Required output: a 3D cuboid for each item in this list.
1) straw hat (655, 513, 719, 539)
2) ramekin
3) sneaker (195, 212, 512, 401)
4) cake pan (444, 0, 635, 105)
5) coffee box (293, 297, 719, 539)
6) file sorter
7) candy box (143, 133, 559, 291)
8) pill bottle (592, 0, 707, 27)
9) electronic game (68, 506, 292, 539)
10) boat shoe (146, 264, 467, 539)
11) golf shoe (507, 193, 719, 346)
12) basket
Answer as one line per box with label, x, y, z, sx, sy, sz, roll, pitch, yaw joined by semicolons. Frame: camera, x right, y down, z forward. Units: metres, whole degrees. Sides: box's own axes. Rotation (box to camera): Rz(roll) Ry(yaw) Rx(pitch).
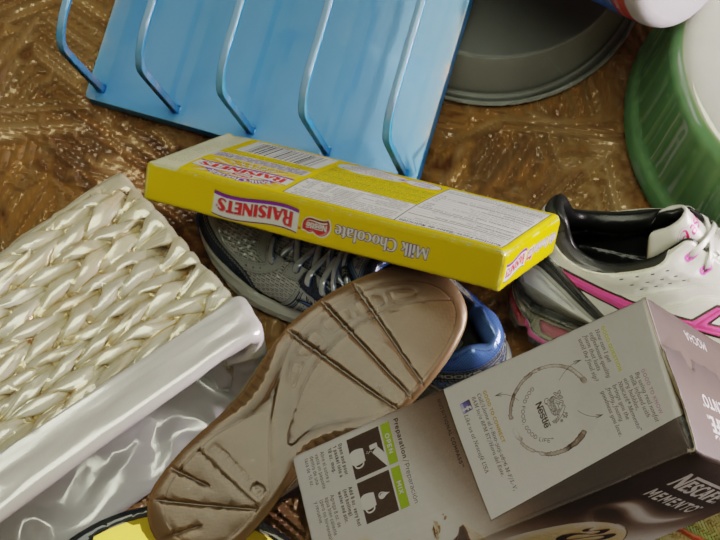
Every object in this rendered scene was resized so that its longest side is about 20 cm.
straw hat;0.188;0.096;1.153;0.199;0.086;0.202;1;35;-1
ramekin;0.254;-0.099;1.270;0.198;0.098;0.202;1;71;-3
sneaker;0.000;0.000;1.228;0.199;0.085;0.077;30;71;8
cake pan;0.075;-0.196;1.326;0.198;0.037;0.202;1;71;-3
coffee box;0.084;0.098;1.089;0.199;0.113;0.080;-26;64;23
file sorter;-0.050;-0.146;1.232;0.198;0.123;0.140;16;82;10
candy box;-0.003;-0.033;1.182;0.198;0.102;0.027;15;109;18
pill bottle;0.107;-0.220;1.234;0.199;0.113;0.112;32;70;33
electronic game;-0.093;0.219;1.164;0.198;0.042;0.202;3;71;-7
boat shoe;-0.029;0.074;1.165;0.072;0.072;0.200;44;82;4
golf shoe;0.183;0.010;1.226;0.198;0.093;0.073;8;45;-3
basket;-0.161;0.061;1.172;0.199;0.136;0.124;-35;74;-14
